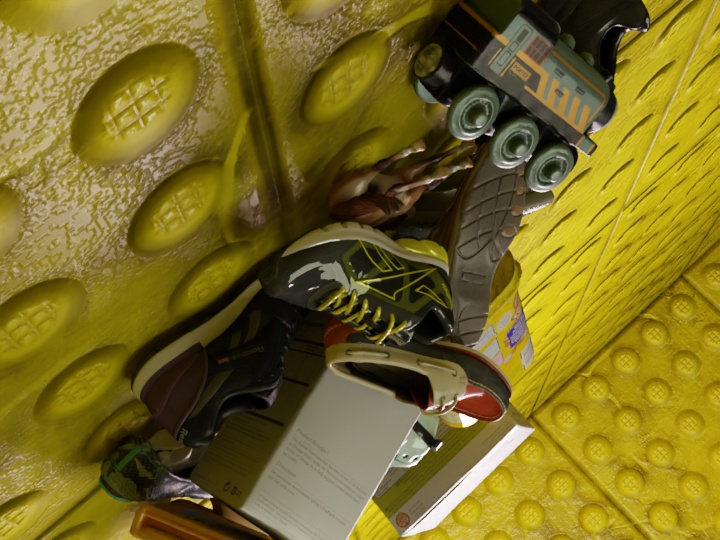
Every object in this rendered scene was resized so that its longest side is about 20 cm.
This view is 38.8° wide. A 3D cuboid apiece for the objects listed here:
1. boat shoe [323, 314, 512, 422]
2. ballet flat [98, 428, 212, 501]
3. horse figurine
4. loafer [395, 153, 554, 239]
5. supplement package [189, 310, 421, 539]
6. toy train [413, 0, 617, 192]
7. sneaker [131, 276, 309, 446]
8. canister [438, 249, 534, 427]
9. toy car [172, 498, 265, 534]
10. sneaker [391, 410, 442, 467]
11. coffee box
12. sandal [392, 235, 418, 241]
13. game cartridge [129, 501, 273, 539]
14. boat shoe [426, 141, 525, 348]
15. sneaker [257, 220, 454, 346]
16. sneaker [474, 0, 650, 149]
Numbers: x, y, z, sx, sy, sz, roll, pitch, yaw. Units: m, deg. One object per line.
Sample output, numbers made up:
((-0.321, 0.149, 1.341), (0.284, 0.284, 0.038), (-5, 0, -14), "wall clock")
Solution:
((0.052, 0.092, 0.890), (0.071, 0.199, 0.063), (-40, -148, 37), "boat shoe")
((-0.169, 0.182, 0.983), (0.074, 0.074, 0.200), (-47, 163, 9), "ballet flat")
((0.024, -0.066, 0.865), (0.132, 0.050, 0.200), (-29, 178, 25), "horse figurine")
((0.110, -0.078, 1.037), (0.199, 0.070, 0.075), (-13, 171, -38), "loafer")
((-0.043, 0.148, 0.951), (0.201, 0.117, 0.117), (-57, -153, -17), "supplement package")
((0.130, -0.144, 0.819), (0.199, 0.085, 0.114), (26, 112, -41), "toy train")
((-0.086, 0.071, 0.859), (0.199, 0.088, 0.076), (-38, 159, -21), "sneaker")
((0.110, 0.070, 1.081), (0.148, 0.086, 0.200), (-43, 148, -10), "canister")
((-0.145, 0.291, 1.144), (0.199, 0.150, 0.176), (-36, 132, -14), "toy car")
((0.003, 0.205, 1.067), (0.201, 0.074, 0.118), (-50, 126, -2), "sneaker")
((0.083, 0.201, 1.344), (0.200, 0.198, 0.200), (-44, 162, 3), "coffee box")
((0.000, 0.000, 0.967), (0.081, 0.055, 0.200), (-23, 173, -16), "sandal")
((-0.107, 0.256, 0.943), (0.200, 0.175, 0.033), (84, 27, -80), "game cartridge")
((0.090, -0.024, 0.937), (0.075, 0.072, 0.202), (19, 92, -37), "boat shoe")
((0.009, 0.016, 0.806), (0.199, 0.085, 0.074), (2, 151, -42), "sneaker")
((0.174, -0.175, 0.910), (0.076, 0.091, 0.201), (-19, 150, -55), "sneaker")
